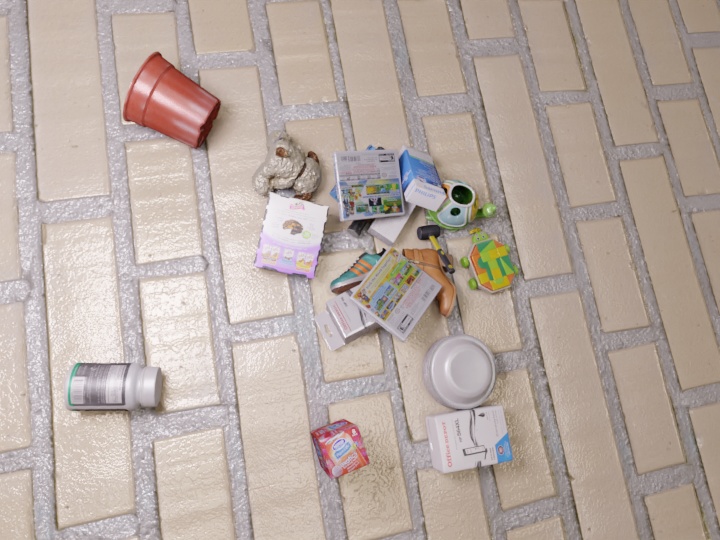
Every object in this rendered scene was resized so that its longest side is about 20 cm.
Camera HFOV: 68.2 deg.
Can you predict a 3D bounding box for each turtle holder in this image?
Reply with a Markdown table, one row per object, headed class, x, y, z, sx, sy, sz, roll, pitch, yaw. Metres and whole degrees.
| class | x | y | z | sx | sy | sz | roll | pitch | yaw |
| --- | --- | --- | --- | --- | --- | --- | --- | --- | --- |
| turtle holder | 0.286 | -0.184 | 1.541 | 0.185 | 0.132 | 0.141 | 41 | 73 | 0 |

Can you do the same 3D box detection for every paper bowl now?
| class | x | y | z | sx | sy | sz | roll | pitch | yaw |
| --- | --- | --- | --- | --- | --- | --- | --- | --- | --- |
| paper bowl | 0.277 | 0.275 | 1.453 | 0.198 | 0.104 | 0.203 | 3 | 78 | -12 |

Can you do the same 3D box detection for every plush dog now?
| class | x | y | z | sx | sy | sz | roll | pitch | yaw |
| --- | --- | --- | --- | --- | --- | --- | --- | --- | --- |
| plush dog | -0.182 | -0.283 | 1.479 | 0.171 | 0.160 | 0.202 | 26 | 74 | -32 |

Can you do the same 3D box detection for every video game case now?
| class | x | y | z | sx | sy | sz | roll | pitch | yaw |
| --- | --- | --- | --- | --- | --- | --- | --- | --- | --- |
| video game case | 0.096 | 0.060 | 1.419 | 0.181 | 0.023 | 0.200 | 38 | 64 | 3 |
| video game case | 0.024 | -0.234 | 1.447 | 0.198 | 0.022 | 0.185 | -9 | 93 | -28 |

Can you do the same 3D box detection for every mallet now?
| class | x | y | z | sx | sy | sz | roll | pitch | yaw |
| --- | --- | --- | --- | --- | --- | --- | --- | --- | --- |
| mallet | 0.210 | -0.061 | 1.497 | 0.065 | 0.041 | 0.201 | -2 | 42 | -9 |

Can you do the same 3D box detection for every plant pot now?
| class | x | y | z | sx | sy | sz | roll | pitch | yaw |
| --- | --- | --- | --- | --- | --- | --- | --- | --- | --- |
| plant pot | -0.494 | -0.439 | 1.424 | 0.194 | 0.201 | 0.202 | 29 | 74 | -12 |

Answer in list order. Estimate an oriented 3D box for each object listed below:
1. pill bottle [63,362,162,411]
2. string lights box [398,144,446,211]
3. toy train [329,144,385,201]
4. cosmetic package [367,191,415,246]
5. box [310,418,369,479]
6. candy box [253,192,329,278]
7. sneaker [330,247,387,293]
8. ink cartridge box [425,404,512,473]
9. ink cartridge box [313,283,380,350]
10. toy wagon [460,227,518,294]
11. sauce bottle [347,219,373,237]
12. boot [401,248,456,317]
| class | x | y | z | sx | sy | sz | roll | pitch | yaw |
| --- | --- | --- | --- | --- | --- | --- | --- | --- | --- |
| pill bottle | -0.588 | 0.279 | 1.276 | 0.197 | 0.113 | 0.115 | 3 | 77 | -11 |
| string lights box | 0.168 | -0.265 | 1.511 | 0.102 | 0.059 | 0.201 | 16 | 40 | -23 |
| toy train | 0.000 | -0.269 | 1.512 | 0.087 | 0.114 | 0.201 | 41 | 71 | -20 |
| cosmetic package | 0.105 | -0.176 | 1.546 | 0.082 | 0.051 | 0.201 | 33 | 73 | -4 |
| box | -0.055 | 0.431 | 1.301 | 0.099 | 0.200 | 0.096 | -17 | 83 | -14 |
| candy box | -0.186 | -0.092 | 1.439 | 0.166 | 0.072 | 0.202 | 13 | 88 | -8 |
| sneaker | 0.000 | 0.000 | 1.483 | 0.198 | 0.072 | 0.080 | -21 | 68 | -13 |
| ink cartridge box | 0.288 | 0.449 | 1.425 | 0.198 | 0.084 | 0.148 | -6 | 78 | -13 |
| ink cartridge box | -0.017 | 0.117 | 1.435 | 0.199 | 0.068 | 0.117 | -27 | 70 | -13 |
| toy wagon | 0.374 | -0.034 | 1.573 | 0.154 | 0.040 | 0.202 | -17 | 81 | -14 |
| sauce bottle | 0.028 | -0.186 | 1.528 | 0.064 | 0.065 | 0.201 | 32 | 75 | -2 |
| boot | 0.188 | 0.029 | 1.497 | 0.153 | 0.077 | 0.202 | 8 | 71 | -15 |
